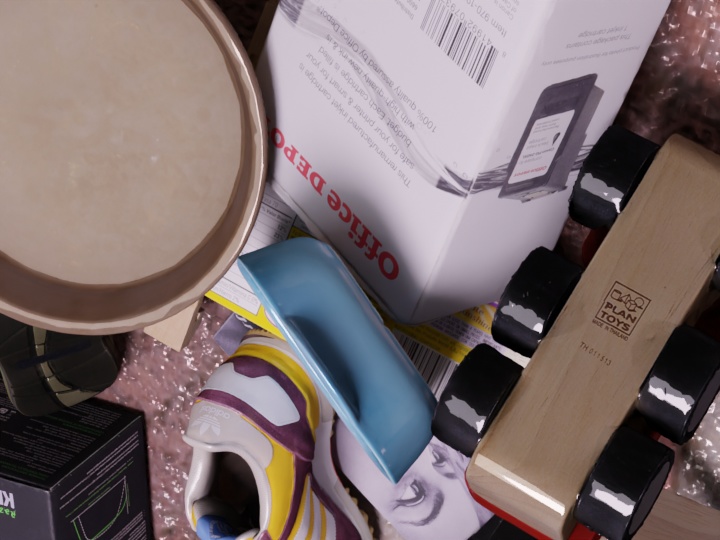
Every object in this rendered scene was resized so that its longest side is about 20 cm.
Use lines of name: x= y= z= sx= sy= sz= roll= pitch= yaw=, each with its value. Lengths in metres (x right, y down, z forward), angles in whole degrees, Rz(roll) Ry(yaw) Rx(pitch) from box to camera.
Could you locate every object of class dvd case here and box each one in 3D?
dvd case: x=0.030 y=0.062 z=1.135 sx=0.200 sy=0.016 sz=0.149 roll=45 pitch=129 yaw=4

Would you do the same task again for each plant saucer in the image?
plant saucer: x=-0.135 y=-0.067 z=1.039 sx=0.199 sy=0.029 sz=0.201 roll=5 pitch=110 yaw=15

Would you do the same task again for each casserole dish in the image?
casserole dish: x=-0.008 y=0.036 z=1.001 sx=0.039 sy=0.200 sz=0.121 roll=-34 pitch=90 yaw=-4

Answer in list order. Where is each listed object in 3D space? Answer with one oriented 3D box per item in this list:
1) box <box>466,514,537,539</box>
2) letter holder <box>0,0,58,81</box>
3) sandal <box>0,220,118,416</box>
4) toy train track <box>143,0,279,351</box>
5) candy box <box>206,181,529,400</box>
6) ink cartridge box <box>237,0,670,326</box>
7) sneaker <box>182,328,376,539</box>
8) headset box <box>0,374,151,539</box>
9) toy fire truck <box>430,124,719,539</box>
box: x=0.097 y=0.240 z=1.091 sx=0.200 sy=0.149 sz=0.124 roll=41 pitch=129 yaw=0
letter holder: x=-0.174 y=-0.080 z=1.139 sx=0.142 sy=0.101 sz=0.200 roll=43 pitch=129 yaw=3
sandal: x=-0.167 y=0.016 z=1.173 sx=0.201 sy=0.080 sz=0.057 roll=108 pitch=146 yaw=-61
toy train track: x=-0.064 y=-0.049 z=1.128 sx=0.115 sy=0.033 sz=0.200 roll=30 pitch=120 yaw=12
candy box: x=0.000 y=0.000 z=1.085 sx=0.200 sy=0.026 sz=0.102 roll=29 pitch=117 yaw=9
ink cartridge box: x=0.039 y=-0.099 z=0.976 sx=0.145 sy=0.083 sz=0.200 roll=49 pitch=134 yaw=30
sneaker: x=-0.050 y=0.128 z=1.153 sx=0.075 sy=0.090 sz=0.200 roll=12 pitch=134 yaw=32
headset box: x=-0.215 y=0.169 z=1.298 sx=0.174 sy=0.093 sz=0.201 roll=15 pitch=122 yaw=27
toy fire truck: x=0.134 y=0.058 z=1.002 sx=0.128 sy=0.176 sz=0.200 roll=28 pitch=167 yaw=16
